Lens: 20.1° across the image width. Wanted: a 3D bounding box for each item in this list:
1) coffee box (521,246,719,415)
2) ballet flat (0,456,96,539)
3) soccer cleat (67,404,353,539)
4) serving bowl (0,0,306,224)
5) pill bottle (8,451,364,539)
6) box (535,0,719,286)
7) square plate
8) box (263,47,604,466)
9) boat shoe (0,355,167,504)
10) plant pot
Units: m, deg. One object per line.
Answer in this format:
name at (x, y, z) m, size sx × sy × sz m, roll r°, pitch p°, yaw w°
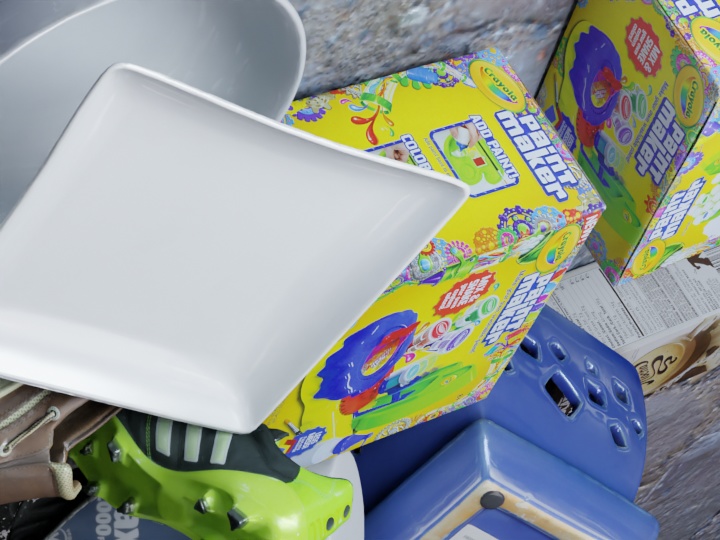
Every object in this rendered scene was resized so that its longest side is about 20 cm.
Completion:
coffee box at (0.195, 0.048, 1.544) m, size 0.199 × 0.080 × 0.113 m, roll -20°, pitch 154°, yaw -26°
ballet flat at (-0.201, 0.147, 1.166) m, size 0.200 × 0.057 × 0.066 m, roll -49°, pitch 135°, yaw 11°
soccer cleat at (-0.089, 0.101, 1.076) m, size 0.081 × 0.199 × 0.068 m, roll -22°, pitch 126°, yaw -40°
serving bowl at (-0.126, -0.084, 0.920) m, size 0.199 × 0.066 × 0.201 m, roll -27°, pitch 155°, yaw -13°
pill bottle at (-0.103, 0.155, 1.243) m, size 0.198 × 0.121 × 0.120 m, roll -3°, pitch 160°, yaw 13°
box at (0.225, -0.118, 1.210) m, size 0.191 × 0.123 × 0.201 m, roll -21°, pitch 154°, yaw -24°
square plate at (-0.081, -0.008, 0.945) m, size 0.197 × 0.029 × 0.200 m, roll 17°, pitch 130°, yaw -33°
box at (0.000, 0.000, 1.149) m, size 0.191 × 0.122 × 0.201 m, roll -19°, pitch 153°, yaw -30°
boat shoe at (-0.173, 0.088, 1.027) m, size 0.202 × 0.075 × 0.075 m, roll -44°, pitch 166°, yaw -4°
plant pot at (0.076, 0.142, 1.370) m, size 0.199 × 0.181 × 0.200 m, roll 31°, pitch 121°, yaw -29°
